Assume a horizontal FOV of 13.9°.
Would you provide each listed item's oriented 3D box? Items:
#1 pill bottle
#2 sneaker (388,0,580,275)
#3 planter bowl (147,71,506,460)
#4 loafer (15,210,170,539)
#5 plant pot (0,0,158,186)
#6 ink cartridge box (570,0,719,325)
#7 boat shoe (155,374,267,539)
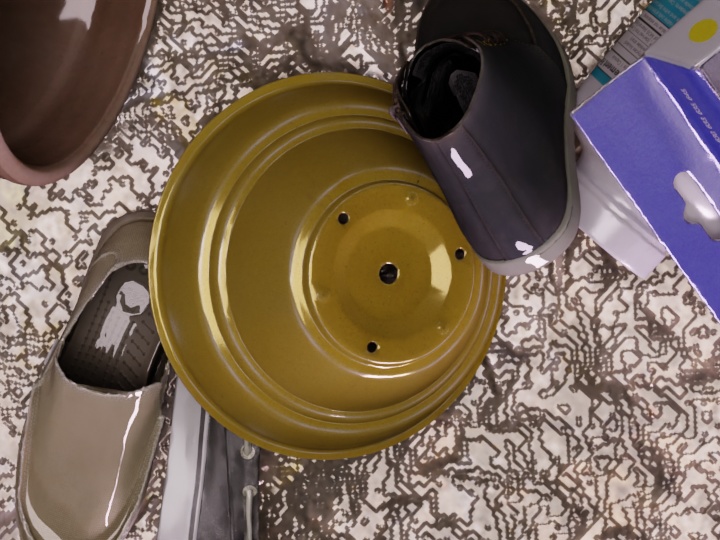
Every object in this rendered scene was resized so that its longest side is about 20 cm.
[{"bbox_3d":[0.183,-0.093,1.488,0.111,0.111,0.200,40,97,-1],"label":"pill bottle"},{"bbox_3d":[0.056,-0.101,1.446,0.075,0.200,0.106,-25,132,11],"label":"sneaker"},{"bbox_3d":[0.000,0.000,1.482,0.200,0.083,0.200,-1,93,-22],"label":"planter bowl"},{"bbox_3d":[-0.138,0.067,1.544,0.076,0.068,0.200,14,97,2],"label":"loafer"},{"bbox_3d":[-0.216,-0.158,1.479,0.175,0.200,0.200,15,97,18],"label":"plant pot"},{"bbox_3d":[0.230,-0.071,1.428,0.200,0.047,0.198,-42,128,-2],"label":"ink cartridge box"},{"bbox_3d":[-0.064,0.065,1.543,0.064,0.071,0.200,8,102,0],"label":"boat shoe"}]
